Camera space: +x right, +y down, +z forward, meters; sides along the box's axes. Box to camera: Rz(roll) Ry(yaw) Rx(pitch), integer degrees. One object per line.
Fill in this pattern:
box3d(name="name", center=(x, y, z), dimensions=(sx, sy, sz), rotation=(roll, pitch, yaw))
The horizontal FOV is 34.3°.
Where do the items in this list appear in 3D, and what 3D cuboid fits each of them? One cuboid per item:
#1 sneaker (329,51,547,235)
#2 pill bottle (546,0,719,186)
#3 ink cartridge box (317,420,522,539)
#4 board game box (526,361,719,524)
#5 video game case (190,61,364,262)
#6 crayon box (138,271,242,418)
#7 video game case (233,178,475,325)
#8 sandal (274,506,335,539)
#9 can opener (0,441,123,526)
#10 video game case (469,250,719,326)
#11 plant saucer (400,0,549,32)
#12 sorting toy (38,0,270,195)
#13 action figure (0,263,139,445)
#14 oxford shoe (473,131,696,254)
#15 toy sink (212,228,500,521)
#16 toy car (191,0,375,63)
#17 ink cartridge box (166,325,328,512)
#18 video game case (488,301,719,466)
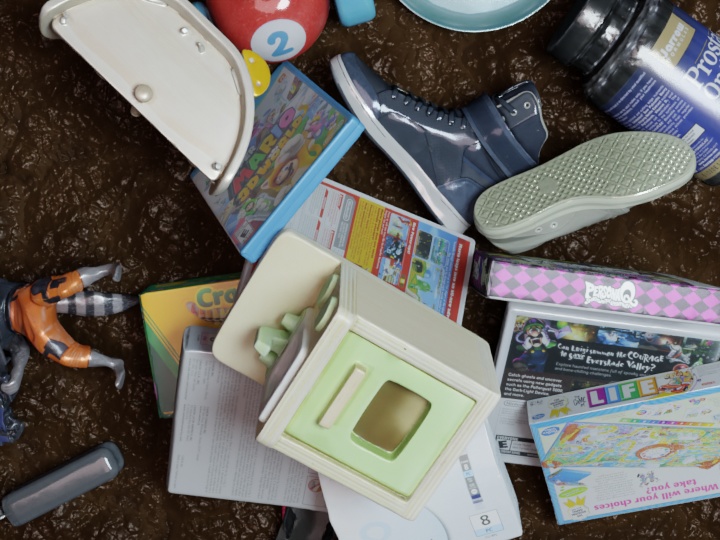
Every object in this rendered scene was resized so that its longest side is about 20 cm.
box3d(name="sneaker", center=(0.079, -0.149, 1.059), dimensions=(0.146, 0.077, 0.203), rotation=(-38, 106, 15))
box3d(name="pill bottle", center=(0.271, -0.174, 1.049), dimensions=(0.199, 0.112, 0.112), rotation=(34, 95, -5))
box3d(name="ink cartridge box", center=(0.039, 0.168, 1.017), dimensions=(0.158, 0.047, 0.201), rotation=(-16, 121, 11))
box3d(name="board game box", center=(0.265, 0.161, 1.083), dimensions=(0.198, 0.034, 0.135), rotation=(-13, 122, 11))
box3d(name="video game case", center=(-0.079, -0.101, 1.014), dimensions=(0.018, 0.200, 0.143), rotation=(37, 96, -29))
box3d(name="crayon box", center=(-0.098, 0.061, 1.097), dimensions=(0.198, 0.058, 0.120), rotation=(-9, 97, 0))
box3d(name="video game case", center=(0.000, 0.000, 1.015), dimensions=(0.198, 0.017, 0.144), rotation=(21, 59, -13))
box3d(name="sandal", center=(-0.045, 0.231, 1.125), dimensions=(0.074, 0.045, 0.202), rotation=(14, 96, -1))
box3d(name="can opener", center=(-0.324, 0.211, 1.115), dimensions=(0.198, 0.053, 0.067), rotation=(-22, 96, 2))
box3d(name="video game case", center=(0.199, 0.013, 1.035), dimensions=(0.198, 0.181, 0.036), rotation=(7, 93, -1))
box3d(name="plant saucer", center=(0.104, -0.321, 1.072), dimensions=(0.198, 0.027, 0.203), rotation=(0, 97, 0))
box3d(name="sorting toy", center=(-0.172, -0.157, 1.014), dimensions=(0.200, 0.180, 0.107), rotation=(44, 72, -6))
box3d(name="action figure", center=(-0.311, 0.063, 1.096), dimensions=(0.191, 0.105, 0.202), rotation=(5, 124, 5))
box3d(name="oxford shoe", center=(0.198, -0.068, 1.036), dimensions=(0.198, 0.058, 0.076), rotation=(-20, 53, 11))
box3d(name="toy sink", center=(-0.010, 0.081, 0.913), dimensions=(0.199, 0.112, 0.131), rotation=(31, 107, -10))
box3d(name="toy car", center=(-0.091, -0.268, 0.988), dimensions=(0.182, 0.200, 0.179), rotation=(-16, 97, 1))
box3d(name="ink cartridge box", center=(-0.070, 0.139, 1.057), dimensions=(0.198, 0.057, 0.164), rotation=(6, 120, -9))
box3d(name="video game case", center=(0.218, 0.114, 1.089), dimensions=(0.198, 0.023, 0.183), rotation=(7, 124, -1))
